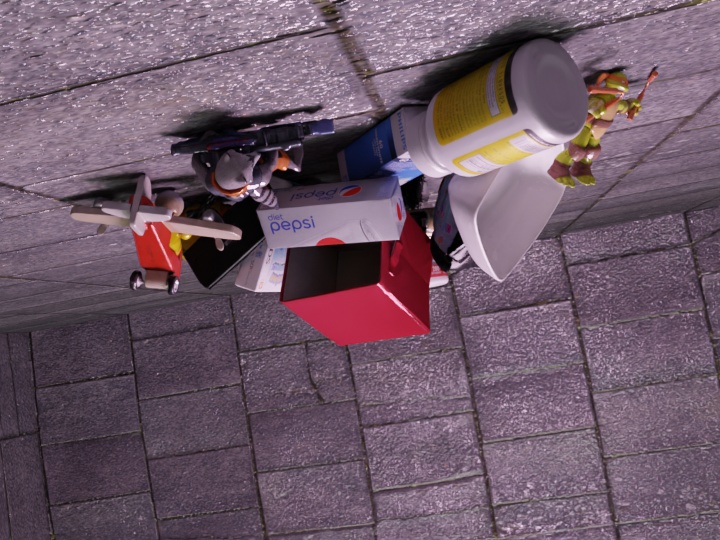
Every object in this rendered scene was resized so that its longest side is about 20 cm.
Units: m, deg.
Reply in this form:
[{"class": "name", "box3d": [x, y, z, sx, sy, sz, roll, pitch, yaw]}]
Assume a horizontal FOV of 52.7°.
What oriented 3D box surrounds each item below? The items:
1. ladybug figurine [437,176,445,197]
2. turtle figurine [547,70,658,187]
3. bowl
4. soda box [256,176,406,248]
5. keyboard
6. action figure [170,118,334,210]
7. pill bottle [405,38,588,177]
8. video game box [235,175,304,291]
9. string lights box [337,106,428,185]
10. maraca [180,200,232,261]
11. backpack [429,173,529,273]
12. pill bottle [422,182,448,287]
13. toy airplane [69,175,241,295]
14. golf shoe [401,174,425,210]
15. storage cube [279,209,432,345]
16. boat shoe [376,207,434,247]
[{"class": "ladybug figurine", "box3d": [0.203, -0.156, 1.320, 0.135, 0.072, 0.200, -10, 175, 0]}, {"class": "turtle figurine", "box3d": [0.298, -0.189, 0.933, 0.064, 0.162, 0.200, 35, -147, 24]}, {"class": "bowl", "box3d": [0.193, -0.111, 0.978, 0.074, 0.200, 0.200, 29, 164, 33]}, {"class": "soda box", "box3d": [-0.040, -0.080, 1.025, 0.199, 0.069, 0.064, -3, -146, 17]}, {"class": "keyboard", "box3d": [-0.209, -0.072, 1.144, 0.200, 0.127, 0.021, -38, 168, 23]}, {"class": "action figure", "box3d": [-0.119, -0.126, 0.901, 0.199, 0.105, 0.193, -7, -174, 11]}, {"class": "pill bottle", "box3d": [0.144, -0.171, 0.821, 0.111, 0.112, 0.199, -6, 174, -38]}, {"class": "video game box", "box3d": [-0.123, -0.056, 1.223, 0.047, 0.183, 0.200, 20, -174, 20]}, {"class": "string lights box", "box3d": [0.057, -0.166, 1.009, 0.102, 0.059, 0.200, -7, 175, -27]}, {"class": "maraca", "box3d": [-0.277, -0.064, 1.253, 0.199, 0.108, 0.137, 4, -147, 23]}, {"class": "backpack", "box3d": [0.194, -0.105, 1.147, 0.166, 0.127, 0.201, -10, 132, -29]}, {"class": "pill bottle", "box3d": [0.100, -0.065, 1.414, 0.113, 0.201, 0.114, -9, 175, -1]}, {"class": "toy airplane", "box3d": [-0.306, -0.073, 1.090, 0.199, 0.142, 0.200, -26, 129, 37]}, {"class": "golf shoe", "box3d": [0.054, -0.145, 1.270, 0.094, 0.078, 0.200, 7, 180, 22]}, {"class": "storage cube", "box3d": [0.000, 0.000, 1.153, 0.199, 0.172, 0.180, -12, 147, 28]}, {"class": "boat shoe", "box3d": [0.114, -0.078, 1.238, 0.199, 0.072, 0.076, -11, 163, -6]}]
